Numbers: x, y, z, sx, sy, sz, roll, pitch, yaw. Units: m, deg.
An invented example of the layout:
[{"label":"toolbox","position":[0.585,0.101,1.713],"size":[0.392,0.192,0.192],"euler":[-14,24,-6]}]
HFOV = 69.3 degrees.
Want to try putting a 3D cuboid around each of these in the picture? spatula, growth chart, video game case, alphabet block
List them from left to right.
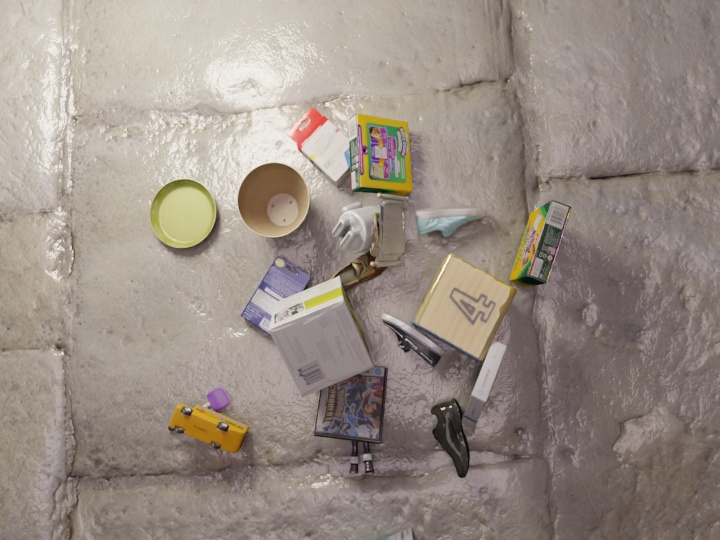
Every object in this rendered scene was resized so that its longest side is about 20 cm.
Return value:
[{"label":"spatula","position":[-0.457,0.395,1.462],"size":[0.198,0.021,0.057],"euler":[-31,88,1]},{"label":"video game case","position":[-0.023,0.351,1.402],"size":[0.177,0.026,0.203],"euler":[6,62,3]},{"label":"growth chart","position":[0.076,-0.106,1.380],"size":[0.018,0.143,0.204],"euler":[3,87,45]},{"label":"alphabet block","position":[0.263,0.097,1.364],"size":[0.194,0.195,0.202],"euler":[28,86,4]}]

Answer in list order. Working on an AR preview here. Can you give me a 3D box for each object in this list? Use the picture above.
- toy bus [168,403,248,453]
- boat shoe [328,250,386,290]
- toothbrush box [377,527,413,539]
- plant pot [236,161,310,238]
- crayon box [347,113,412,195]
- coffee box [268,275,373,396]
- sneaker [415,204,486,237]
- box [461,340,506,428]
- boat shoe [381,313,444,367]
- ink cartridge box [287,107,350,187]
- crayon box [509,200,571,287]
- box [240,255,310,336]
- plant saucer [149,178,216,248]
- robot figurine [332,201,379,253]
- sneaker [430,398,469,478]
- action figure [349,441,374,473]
[{"label":"toy bus","position":[-0.410,0.423,1.414],"size":[0.197,0.078,0.066],"euler":[24,95,-2]},{"label":"boat shoe","position":[0.000,0.000,1.446],"size":[0.198,0.074,0.076],"euler":[-33,84,0]},{"label":"toothbrush box","position":[0.058,0.761,1.336],"size":[0.197,0.146,0.087],"euler":[-20,84,2]},{"label":"plant pot","position":[-0.227,-0.182,1.446],"size":[0.196,0.134,0.204],"euler":[0,84,4]},{"label":"crayon box","position":[0.056,-0.317,1.443],"size":[0.170,0.058,0.204],"euler":[0,84,-30]},{"label":"coffee box","position":[-0.101,0.164,1.349],"size":[0.197,0.198,0.202],"euler":[-23,107,1]},{"label":"sneaker","position":[0.253,-0.136,1.456],"size":[0.196,0.074,0.083],"euler":[-4,107,2]},{"label":"box","position":[0.311,0.292,1.314],"size":[0.041,0.201,0.157],"euler":[22,61,16]},{"label":"boat shoe","position":[0.133,0.193,1.426],"size":[0.198,0.072,0.068],"euler":[34,86,-1]},{"label":"ink cartridge box","position":[-0.100,-0.352,1.488],"size":[0.200,0.067,0.116],"euler":[44,88,6]},{"label":"crayon box","position":[0.467,-0.065,1.368],"size":[0.057,0.173,0.203],"euler":[19,86,2]},{"label":"box","position":[-0.237,0.073,1.474],"size":[0.120,0.032,0.202],"euler":[32,89,5]},{"label":"plant saucer","position":[-0.512,-0.164,1.513],"size":[0.196,0.031,0.204],"euler":[0,85,3]},{"label":"robot figurine","position":[0.017,-0.115,1.412],"size":[0.198,0.113,0.171],"euler":[-17,69,-43]},{"label":"sneaker","position":[0.242,0.452,1.400],"size":[0.089,0.076,0.204],"euler":[-13,77,12]},{"label":"action figure","position":[-0.002,0.441,1.410],"size":[0.128,0.069,0.204],"euler":[-5,70,10]}]
